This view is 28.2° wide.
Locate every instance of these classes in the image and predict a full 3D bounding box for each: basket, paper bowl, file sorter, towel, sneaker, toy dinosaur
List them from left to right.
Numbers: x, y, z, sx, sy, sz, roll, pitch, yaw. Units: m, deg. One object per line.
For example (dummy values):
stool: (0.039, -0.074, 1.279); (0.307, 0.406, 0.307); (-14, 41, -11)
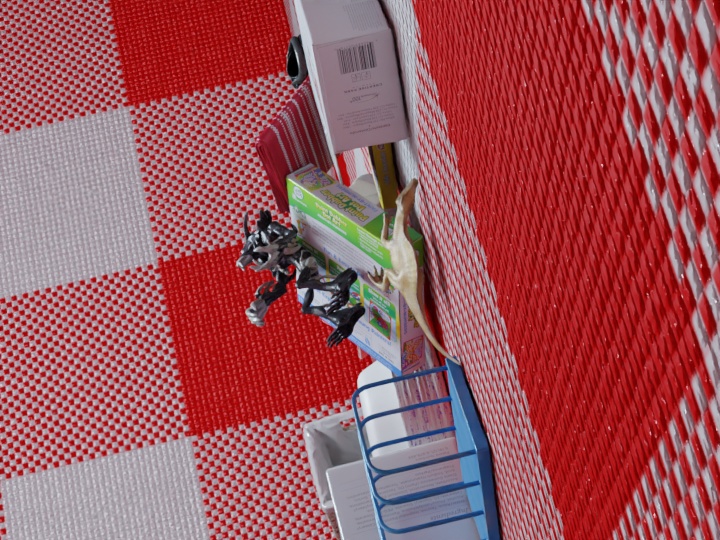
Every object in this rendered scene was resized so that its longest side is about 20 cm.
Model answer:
towel: (-0.053, -0.178, 1.727); (0.200, 0.022, 0.145); (-55, -30, -25)
sneaker: (-0.045, -0.255, 1.894); (0.200, 0.099, 0.071); (79, 175, -57)
basket: (0.013, 0.387, 2.757); (0.161, 0.198, 0.200); (74, 180, -51)
paper bowl: (0.058, 0.186, 1.809); (0.201, 0.104, 0.201); (168, 90, -88)
toy dinosaur: (0.049, 0.007, 1.517); (0.101, 0.058, 0.200); (173, 85, -76)
file sorter: (0.070, 0.219, 1.511); (0.139, 0.123, 0.200); (-107, 5, -50)

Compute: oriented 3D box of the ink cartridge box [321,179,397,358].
ink cartridge box: (0.000, 0.000, 1.855); (0.067, 0.116, 0.200); (22, 135, 39)

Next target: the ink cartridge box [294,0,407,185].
ink cartridge box: (-0.012, -0.217, 1.532); (0.200, 0.084, 0.176); (-106, 4, -52)

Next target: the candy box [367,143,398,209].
candy box: (0.017, -0.181, 1.731); (0.102, 0.026, 0.200); (-100, 0, -48)

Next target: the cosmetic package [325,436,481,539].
cosmetic package: (0.066, 0.334, 1.668); (0.167, 0.166, 0.200); (80, 175, -45)

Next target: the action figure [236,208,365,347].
action figure: (-0.092, 0.005, 1.693); (0.200, 0.102, 0.119); (33, 143, 34)

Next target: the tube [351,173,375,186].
tube: (0.014, -0.104, 1.988); (0.058, 0.052, 0.200); (-62, -1, 0)

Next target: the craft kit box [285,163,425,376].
craft kit box: (-0.005, 0.000, 1.698); (0.200, 0.048, 0.198); (35, 146, 36)
